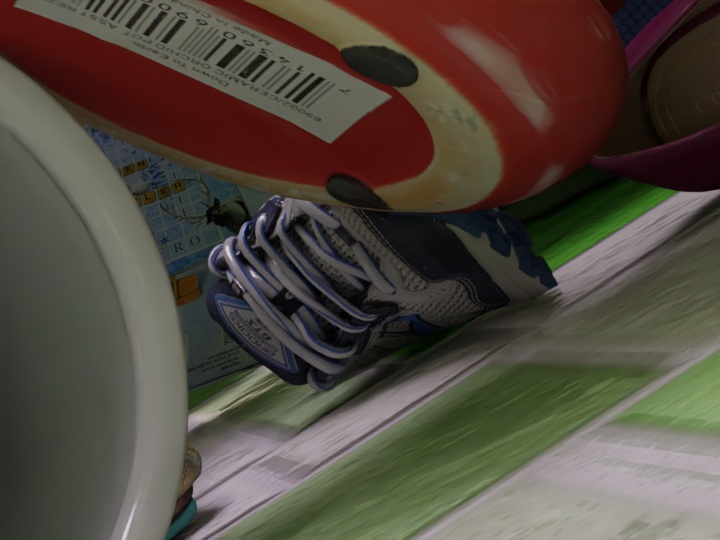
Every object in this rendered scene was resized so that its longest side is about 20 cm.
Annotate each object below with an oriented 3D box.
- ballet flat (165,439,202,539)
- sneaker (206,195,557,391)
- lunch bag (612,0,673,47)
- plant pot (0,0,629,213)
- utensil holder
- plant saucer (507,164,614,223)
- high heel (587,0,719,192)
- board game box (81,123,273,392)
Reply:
[{"bbox_3d":[-0.097,0.055,0.791,0.071,0.071,0.200,-33,4,-19],"label":"ballet flat"},{"bbox_3d":[0.000,0.000,0.772,0.085,0.077,0.200,-36,-6,-3],"label":"sneaker"},{"bbox_3d":[0.046,-0.132,0.877,0.200,0.136,0.132,5,24,0],"label":"lunch bag"},{"bbox_3d":[-0.008,-0.121,0.606,0.200,0.200,0.183,-22,46,68],"label":"plant pot"},{"bbox_3d":[-0.157,0.045,0.644,0.170,0.170,0.200,-34,3,-31],"label":"utensil holder"},{"bbox_3d":[0.103,-0.064,1.013,0.200,0.031,0.200,-32,5,3],"label":"plant saucer"},{"bbox_3d":[0.139,-0.087,0.678,0.200,0.067,0.096,-35,-9,38],"label":"high heel"},{"bbox_3d":[-0.097,-0.049,0.911,0.041,0.200,0.200,6,15,37],"label":"board game box"}]
